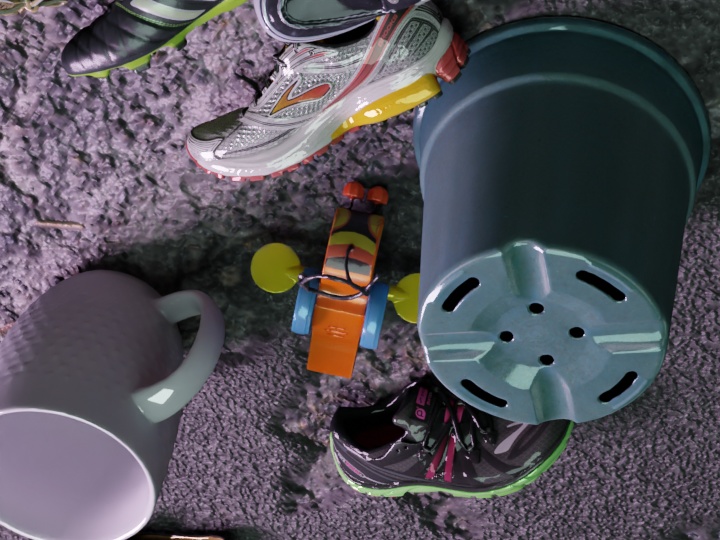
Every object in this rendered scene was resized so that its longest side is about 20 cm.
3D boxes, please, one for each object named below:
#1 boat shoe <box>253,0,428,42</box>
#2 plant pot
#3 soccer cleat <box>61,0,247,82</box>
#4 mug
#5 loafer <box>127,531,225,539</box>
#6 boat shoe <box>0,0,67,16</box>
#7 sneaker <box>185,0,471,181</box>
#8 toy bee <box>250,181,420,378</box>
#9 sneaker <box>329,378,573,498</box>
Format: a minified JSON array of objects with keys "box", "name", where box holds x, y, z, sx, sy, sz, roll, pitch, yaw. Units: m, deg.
[{"box":[0.028,-0.186,0.969,0.200,0.068,0.072,-23,115,8],"name":"boat shoe"},{"box":[0.120,-0.021,1.049,0.200,0.196,0.200,6,133,6],"name":"plant pot"},{"box":[-0.114,-0.186,1.043,0.200,0.068,0.081,-24,113,21],"name":"soccer cleat"},{"box":[-0.181,0.080,1.213,0.200,0.175,0.148,-24,123,28],"name":"mug"},{"box":[-0.206,0.250,1.450,0.200,0.073,0.072,3,124,-4],"name":"loafer"},{"box":[-0.244,-0.178,1.054,0.200,0.063,0.073,-6,168,25],"name":"boat shoe"},{"box":[-0.031,-0.126,1.077,0.200,0.078,0.082,-26,114,21],"name":"sneaker"},{"box":[0.000,0.000,1.171,0.131,0.109,0.200,21,157,-18],"name":"toy bee"},{"box":[0.066,0.126,1.273,0.200,0.077,0.084,-11,132,19],"name":"sneaker"}]
